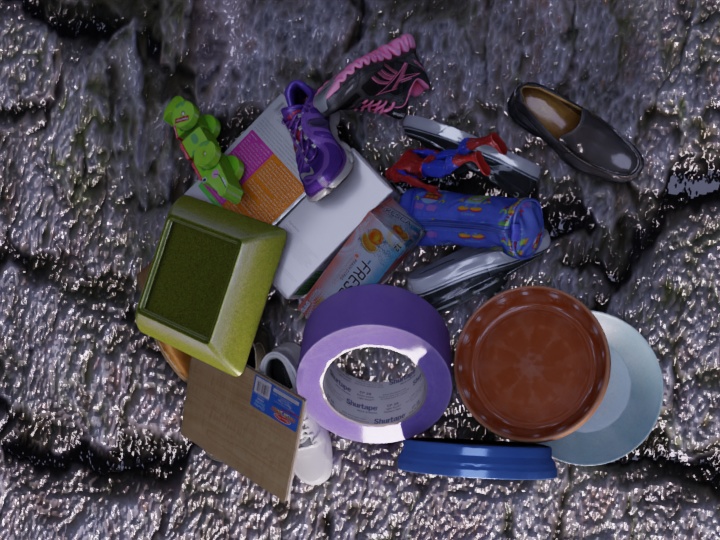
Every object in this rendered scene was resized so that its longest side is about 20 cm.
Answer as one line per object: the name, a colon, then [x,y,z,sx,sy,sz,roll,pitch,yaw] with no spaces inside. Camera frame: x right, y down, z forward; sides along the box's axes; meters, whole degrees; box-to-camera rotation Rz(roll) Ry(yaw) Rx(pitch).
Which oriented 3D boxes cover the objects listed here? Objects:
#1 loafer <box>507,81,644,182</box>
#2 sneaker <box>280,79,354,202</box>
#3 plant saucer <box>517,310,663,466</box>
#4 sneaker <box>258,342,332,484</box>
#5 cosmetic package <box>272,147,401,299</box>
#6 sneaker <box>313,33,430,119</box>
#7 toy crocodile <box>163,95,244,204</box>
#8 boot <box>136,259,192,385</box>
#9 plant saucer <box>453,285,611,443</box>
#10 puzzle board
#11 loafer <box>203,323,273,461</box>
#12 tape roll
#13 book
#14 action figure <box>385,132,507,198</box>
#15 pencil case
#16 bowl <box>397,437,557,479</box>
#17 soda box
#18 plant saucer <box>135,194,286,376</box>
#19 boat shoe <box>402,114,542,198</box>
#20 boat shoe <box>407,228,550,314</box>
loafer: [0.279,-0.179,1.183,0.199,0.072,0.073,30,94,8]
sneaker: [-0.069,-0.168,1.164,0.080,0.083,0.201,-36,43,20]
plant saucer: [0.294,0.152,1.197,0.199,0.039,0.203,0,91,10]
sneaker: [-0.094,0.202,1.227,0.073,0.116,0.202,-16,88,8]
cosmetic package: [-0.044,-0.061,1.224,0.200,0.108,0.085,-45,82,8]
sneaker: [0.023,-0.236,1.189,0.079,0.200,0.096,-19,104,52]
toy crocodile: [-0.217,-0.167,1.250,0.062,0.067,0.201,-39,63,15]
boot: [-0.223,0.045,1.266,0.143,0.071,0.202,-32,76,19]
plant saucer: [0.218,0.120,1.160,0.198,0.032,0.202,-8,68,20]
puzzle board: [-0.156,0.193,1.200,0.199,0.017,0.152,24,113,30]
loafer: [-0.181,0.169,1.265,0.075,0.070,0.202,16,93,10]
tape roll: [0.019,0.123,1.173,0.198,0.085,0.202,2,125,3]
book: [-0.135,-0.130,1.272,0.200,0.048,0.134,-44,79,7]
action figure: [0.098,-0.133,1.163,0.052,0.199,0.066,50,62,-27]
pencil case: [0.133,-0.062,1.169,0.199,0.087,0.079,8,110,36]
bowl: [0.146,0.234,1.142,0.198,0.201,0.040,1,82,10]
soda box: [0.000,0.000,1.193,0.068,0.063,0.200,44,127,8]
plant saucer: [-0.212,0.013,1.197,0.198,0.048,0.202,19,92,32]
boat shoe: [0.142,-0.150,1.211,0.198,0.069,0.057,24,94,7]
boat shoe: [0.163,0.003,1.213,0.198,0.072,0.071,-21,109,8]
